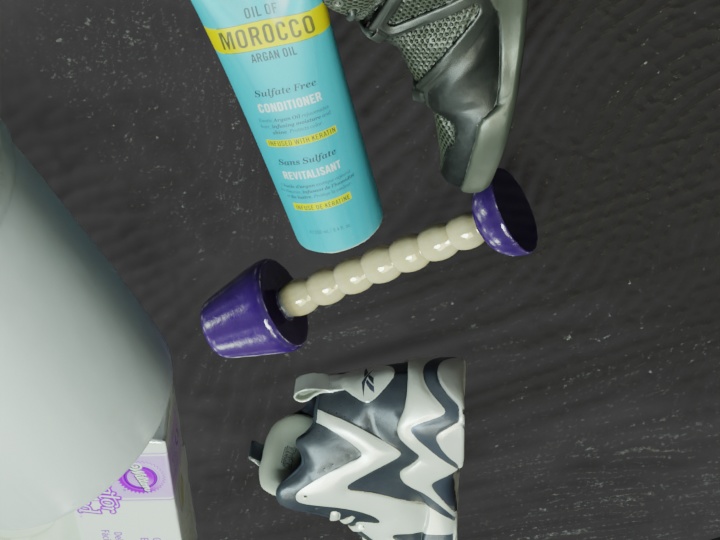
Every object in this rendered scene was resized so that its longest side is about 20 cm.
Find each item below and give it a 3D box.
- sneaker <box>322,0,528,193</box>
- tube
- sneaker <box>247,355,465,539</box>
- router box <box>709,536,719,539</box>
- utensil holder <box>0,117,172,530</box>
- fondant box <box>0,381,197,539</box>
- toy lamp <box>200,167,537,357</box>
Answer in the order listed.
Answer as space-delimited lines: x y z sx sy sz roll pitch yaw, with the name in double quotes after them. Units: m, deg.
0.030 -0.129 1.482 0.114 0.076 0.200 2 133 3 "sneaker"
-0.037 -0.100 1.539 0.077 0.050 0.200 -14 128 7 "tube"
-0.003 0.133 1.748 0.129 0.080 0.200 3 136 2 "sneaker"
0.305 0.235 1.852 0.157 0.052 0.200 -21 131 23 "router box"
-0.219 0.025 1.588 0.170 0.170 0.200 -17 134 20 "utensil holder"
-0.208 0.133 1.775 0.199 0.058 0.145 -2 135 4 "fondant box"
0.000 0.000 1.628 0.200 0.058 0.058 -24 130 23 "toy lamp"
